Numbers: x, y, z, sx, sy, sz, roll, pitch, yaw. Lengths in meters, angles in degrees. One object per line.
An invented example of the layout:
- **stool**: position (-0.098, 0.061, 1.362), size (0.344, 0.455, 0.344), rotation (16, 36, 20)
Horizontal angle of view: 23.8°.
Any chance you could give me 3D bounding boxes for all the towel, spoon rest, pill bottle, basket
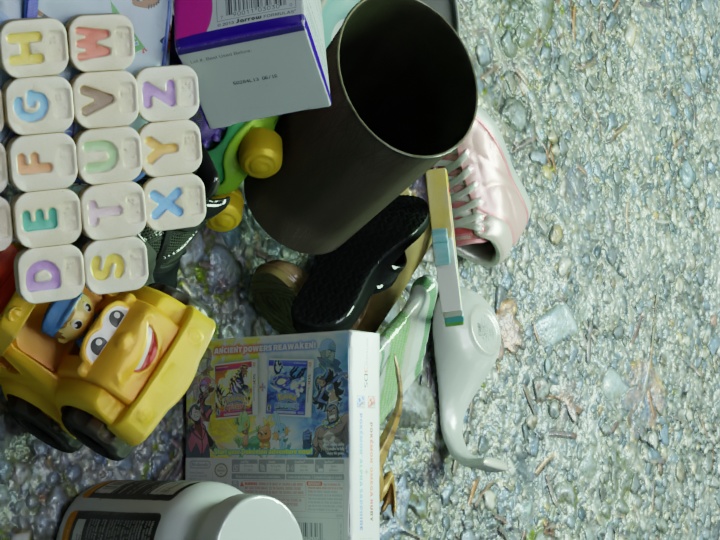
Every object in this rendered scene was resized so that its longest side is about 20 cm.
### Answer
- **towel**: position (0.006, 0.109, 1.608), size (0.200, 0.031, 0.150), rotation (-49, 159, -37)
- **spoon rest**: position (0.110, 0.112, 1.760), size (0.099, 0.060, 0.202), rotation (21, 57, -44)
- **pill bottle**: position (-0.145, 0.226, 1.368), size (0.116, 0.199, 0.117), rotation (6, 82, -45)
- **basket**: position (-0.008, -0.114, 1.476), size (0.135, 0.200, 0.181), rotation (28, 48, -16)

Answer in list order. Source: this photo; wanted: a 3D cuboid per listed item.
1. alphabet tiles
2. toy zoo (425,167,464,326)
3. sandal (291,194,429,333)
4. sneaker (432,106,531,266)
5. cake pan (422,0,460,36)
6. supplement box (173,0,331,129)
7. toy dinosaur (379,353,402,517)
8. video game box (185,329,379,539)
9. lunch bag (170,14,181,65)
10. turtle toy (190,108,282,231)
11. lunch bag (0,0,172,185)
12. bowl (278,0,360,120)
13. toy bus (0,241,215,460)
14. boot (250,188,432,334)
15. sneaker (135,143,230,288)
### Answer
- **alphabet tiles**: position (-0.203, -0.080, 1.215), size (0.194, 0.015, 0.202), rotation (-7, 101, -25)
- **toy zoo**: position (0.080, -0.020, 1.600), size (0.200, 0.020, 0.132), rotation (60, 24, -82)
- **sandal**: position (-0.001, 0.000, 1.553), size (0.201, 0.075, 0.048), rotation (-51, 145, -39)
- **sneaker**: position (0.107, -0.088, 1.754), size (0.201, 0.075, 0.105), rotation (55, 45, -32)
- **cake pan**: position (0.052, -0.204, 1.645), size (0.036, 0.200, 0.202), rotation (0, 85, -14)
- **supplement box**: position (-0.087, -0.224, 1.329), size (0.104, 0.100, 0.201), rotation (70, 12, -56)
- **toy dinosaur**: position (0.007, 0.190, 1.586), size (0.201, 0.060, 0.106), rotation (-57, 162, -16)
- **video game box**: position (-0.070, 0.147, 1.457), size (0.047, 0.199, 0.184), rotation (4, 83, -49)
- **lunch bag**: position (-0.232, -0.166, 1.363), size (0.200, 0.135, 0.133), rotation (35, 75, -32)
- **turtle toy**: position (-0.120, -0.140, 1.458), size (0.100, 0.200, 0.147), rotation (18, 45, -23)
- **lunch bag**: position (-0.222, -0.155, 1.244), size (0.159, 0.075, 0.202), rotation (5, 94, -32)
- **bowl**: position (-0.038, -0.205, 1.597), size (0.200, 0.105, 0.203), rotation (8, 79, -45)
- **toy bus**: position (-0.234, 0.036, 1.301), size (0.192, 0.199, 0.136), rotation (44, 67, -27)
- **boot**: position (-0.014, -0.013, 1.633), size (0.176, 0.066, 0.201), rotation (57, 49, -41)
- **sneaker**: position (-0.155, -0.037, 1.397), size (0.114, 0.200, 0.076), rotation (-39, 76, -9)
